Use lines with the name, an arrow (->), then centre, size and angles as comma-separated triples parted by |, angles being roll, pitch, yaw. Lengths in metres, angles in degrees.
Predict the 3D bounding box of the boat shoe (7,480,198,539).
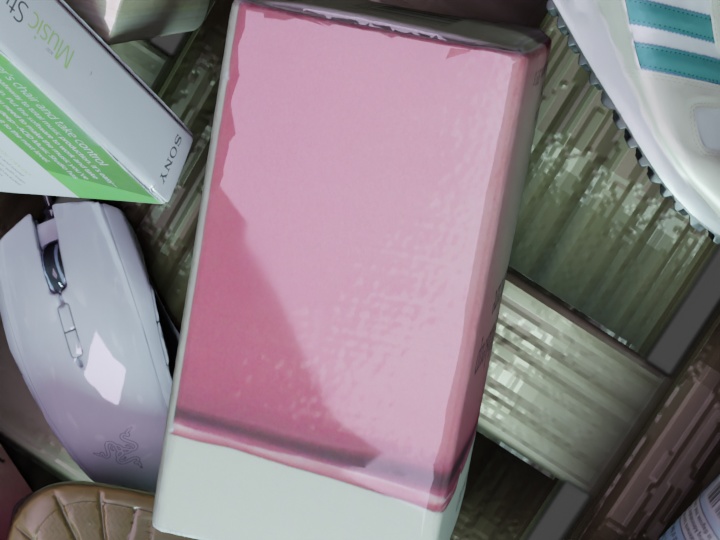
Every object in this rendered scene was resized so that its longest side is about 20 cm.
boat shoe -> -0.055, 0.131, 0.772 | 0.199, 0.072, 0.073 | 14, 88, -14

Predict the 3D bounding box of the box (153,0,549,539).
box -> 0.000, 0.000, 0.699 | 0.108, 0.128, 0.201 | 11, 102, 8

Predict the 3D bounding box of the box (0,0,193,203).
box -> -0.179, -0.080, 0.679 | 0.199, 0.144, 0.037 | 8, 65, 35

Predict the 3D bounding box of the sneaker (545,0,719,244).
sneaker -> 0.130, -0.103, 0.695 | 0.093, 0.070, 0.200 | -32, 90, 20

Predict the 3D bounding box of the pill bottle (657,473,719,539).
pill bottle -> 0.142, 0.163, 0.720 | 0.109, 0.109, 0.200 | 41, 104, 1

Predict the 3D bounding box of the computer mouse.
computer mouse -> -0.121, 0.010, 0.773 | 0.109, 0.044, 0.201 | -23, 95, 12

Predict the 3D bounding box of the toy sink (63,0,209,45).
toy sink -> -0.154, -0.174, 0.704 | 0.199, 0.130, 0.113 | 19, 102, 7

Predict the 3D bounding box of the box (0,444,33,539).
box -> -0.222, 0.101, 0.763 | 0.109, 0.128, 0.201 | -33, 94, 13
